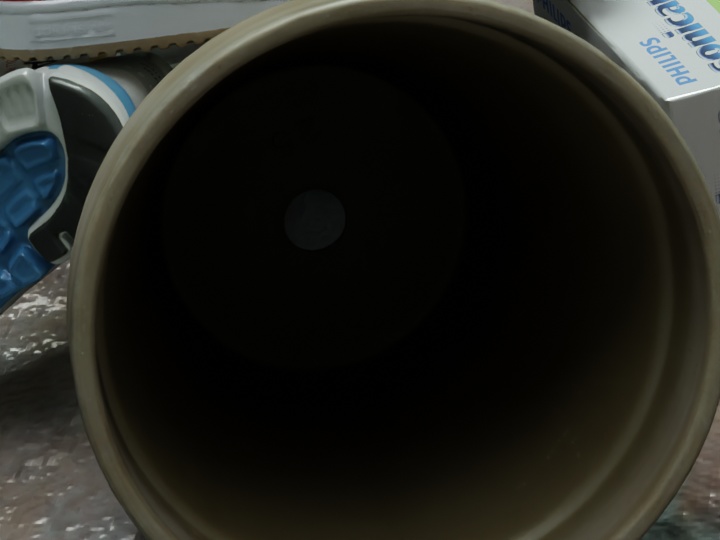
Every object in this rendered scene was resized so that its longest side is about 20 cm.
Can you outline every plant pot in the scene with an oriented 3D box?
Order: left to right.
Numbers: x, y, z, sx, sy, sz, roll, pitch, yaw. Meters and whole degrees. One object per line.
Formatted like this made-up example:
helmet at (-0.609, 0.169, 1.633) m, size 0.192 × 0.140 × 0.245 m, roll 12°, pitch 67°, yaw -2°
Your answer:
plant pot at (0.000, 0.000, 0.912) m, size 0.200 × 0.200 × 0.174 m, roll -14°, pitch 14°, yaw -7°

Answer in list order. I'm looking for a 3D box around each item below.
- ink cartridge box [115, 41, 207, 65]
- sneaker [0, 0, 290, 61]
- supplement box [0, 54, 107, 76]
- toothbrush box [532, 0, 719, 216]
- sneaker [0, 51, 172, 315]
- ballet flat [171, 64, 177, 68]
ink cartridge box at (-0.009, -0.164, 1.053) m, size 0.200 × 0.125 × 0.129 m, roll -13°, pitch 17°, yaw -7°
sneaker at (-0.036, -0.139, 0.951) m, size 0.200 × 0.113 × 0.071 m, roll -9°, pitch 18°, yaw -6°
supplement box at (-0.174, -0.109, 1.173) m, size 0.200 × 0.074 × 0.126 m, roll -15°, pitch -1°, yaw -8°
toothbrush box at (0.183, -0.083, 1.067) m, size 0.200 × 0.086 × 0.146 m, roll -15°, pitch 31°, yaw -11°
sneaker at (-0.134, -0.014, 1.007) m, size 0.200 × 0.075 × 0.087 m, roll -32°, pitch 5°, yaw 32°
ballet flat at (-0.039, -0.069, 1.116) m, size 0.200 × 0.071 × 0.069 m, roll 6°, pitch 51°, yaw 24°
